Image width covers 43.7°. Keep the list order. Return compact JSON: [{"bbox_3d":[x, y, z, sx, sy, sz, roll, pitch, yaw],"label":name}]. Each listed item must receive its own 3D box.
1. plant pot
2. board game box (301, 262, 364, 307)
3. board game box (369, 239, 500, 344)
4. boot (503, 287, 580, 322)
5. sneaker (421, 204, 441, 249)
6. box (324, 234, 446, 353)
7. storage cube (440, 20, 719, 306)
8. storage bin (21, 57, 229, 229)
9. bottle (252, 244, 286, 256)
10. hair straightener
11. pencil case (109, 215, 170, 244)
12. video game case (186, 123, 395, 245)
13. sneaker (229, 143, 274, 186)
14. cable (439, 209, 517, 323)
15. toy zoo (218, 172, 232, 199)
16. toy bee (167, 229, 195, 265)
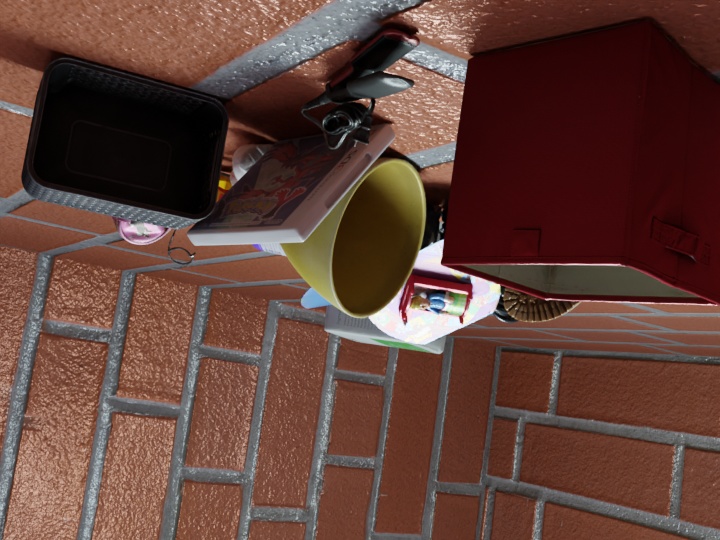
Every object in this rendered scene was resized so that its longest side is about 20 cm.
[{"bbox_3d":[-0.027,-0.059,1.148,0.140,0.203,0.199,20,180,34],"label":"plant pot"},{"bbox_3d":[0.000,0.000,1.316,0.197,0.040,0.158,-7,160,-36],"label":"board game box"},{"bbox_3d":[0.099,0.047,1.254,0.198,0.039,0.158,-26,126,23],"label":"board game box"},{"bbox_3d":[0.286,0.011,1.177,0.198,0.076,0.107,-27,168,25],"label":"boot"},{"bbox_3d":[0.060,-0.063,1.377,0.085,0.079,0.200,14,171,-16],"label":"sneaker"},{"bbox_3d":[0.058,0.030,1.579,0.168,0.204,0.199,7,173,21],"label":"box"},{"bbox_3d":[0.189,-0.076,0.746,0.169,0.183,0.198,15,170,-43],"label":"storage cube"},{"bbox_3d":[-0.255,-0.132,0.975,0.197,0.138,0.093,11,172,-23],"label":"storage bin"},{"bbox_3d":[-0.091,-0.056,1.506,0.197,0.066,0.084,13,144,19],"label":"bottle"},{"bbox_3d":[-0.010,-0.150,0.804,0.040,0.079,0.199,10,172,-27],"label":"hair straightener"},{"bbox_3d":[-0.318,-0.108,1.173,0.086,0.084,0.199,-29,-136,-26],"label":"pencil case"},{"bbox_3d":[-0.080,-0.095,1.002,0.198,0.183,0.023,-1,131,46],"label":"video game case"},{"bbox_3d":[-0.138,-0.119,1.192,0.098,0.079,0.200,10,172,17],"label":"sneaker"},{"bbox_3d":[0.181,-0.002,1.350,0.200,0.051,0.164,44,-167,-21],"label":"cable"},{"bbox_3d":[-0.150,-0.094,1.274,0.199,0.021,0.130,33,-160,33],"label":"toy zoo"},{"bbox_3d":[-0.290,-0.117,1.343,0.129,0.110,0.201,17,147,-4],"label":"toy bee"}]
